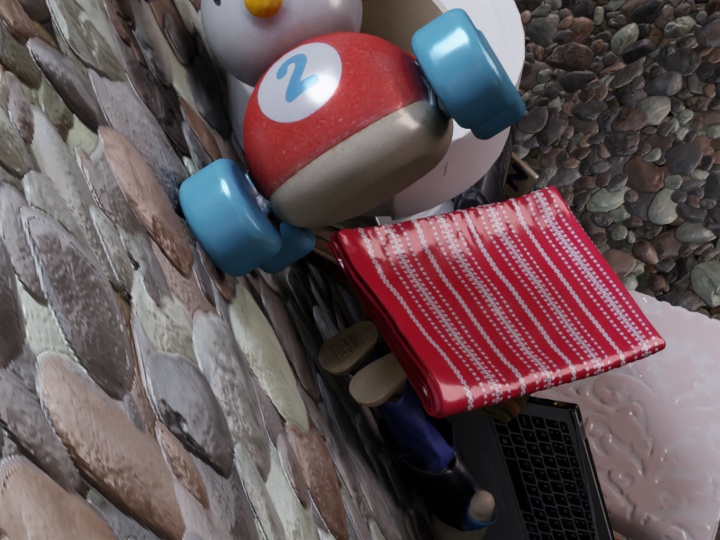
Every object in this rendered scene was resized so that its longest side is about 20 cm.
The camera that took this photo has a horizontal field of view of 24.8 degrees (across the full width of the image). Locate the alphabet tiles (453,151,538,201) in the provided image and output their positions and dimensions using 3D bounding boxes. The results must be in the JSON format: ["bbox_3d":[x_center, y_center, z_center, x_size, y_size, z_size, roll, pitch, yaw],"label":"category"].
[{"bbox_3d":[0.099,-0.059,1.470,0.200,0.167,0.008,43,51,6],"label":"alphabet tiles"}]

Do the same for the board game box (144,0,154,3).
[{"bbox_3d":[-0.137,-0.264,0.944,0.106,0.102,0.200,69,10,27],"label":"board game box"}]

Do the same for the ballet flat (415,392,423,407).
[{"bbox_3d":[0.062,0.036,1.212,0.069,0.071,0.201,24,-38,32],"label":"ballet flat"}]

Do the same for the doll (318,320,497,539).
[{"bbox_3d":[0.040,0.116,1.078,0.136,0.048,0.201,42,-12,48],"label":"doll"}]

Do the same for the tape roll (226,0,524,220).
[{"bbox_3d":[0.009,-0.136,1.097,0.071,0.200,0.204,97,-24,-56],"label":"tape roll"}]

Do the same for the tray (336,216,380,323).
[{"bbox_3d":[0.000,0.000,1.174,0.201,0.022,0.107,64,-18,-5],"label":"tray"}]

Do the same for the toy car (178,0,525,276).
[{"bbox_3d":[-0.036,-0.128,0.923,0.201,0.183,0.177,59,9,4],"label":"toy car"}]

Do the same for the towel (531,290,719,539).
[{"bbox_3d":[0.188,0.100,1.224,0.032,0.198,0.192,99,14,-59],"label":"towel"}]

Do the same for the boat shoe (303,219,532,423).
[{"bbox_3d":[0.030,0.028,1.080,0.199,0.068,0.072,29,-8,14],"label":"boat shoe"}]

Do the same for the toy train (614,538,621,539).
[{"bbox_3d":[0.148,0.176,1.239,0.055,0.151,0.201,7,39,-50],"label":"toy train"}]

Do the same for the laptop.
[{"bbox_3d":[0.117,0.192,1.098,0.116,0.198,0.189,-47,131,-38],"label":"laptop"}]

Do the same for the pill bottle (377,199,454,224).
[{"bbox_3d":[-0.005,-0.107,1.246,0.201,0.112,0.113,61,9,-21],"label":"pill bottle"}]

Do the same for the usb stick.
[{"bbox_3d":[0.102,-0.088,1.316,0.201,0.032,0.056,-71,153,-55],"label":"usb stick"}]

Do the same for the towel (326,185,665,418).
[{"bbox_3d":[0.088,0.014,1.042,0.199,0.023,0.145,-12,58,-35],"label":"towel"}]

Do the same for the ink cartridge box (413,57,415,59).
[{"bbox_3d":[-0.016,-0.191,1.287,0.199,0.047,0.161,6,-50,56],"label":"ink cartridge box"}]
